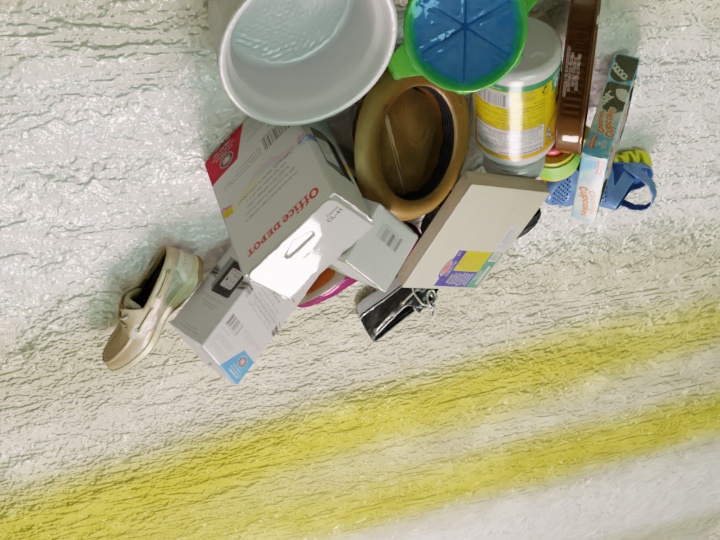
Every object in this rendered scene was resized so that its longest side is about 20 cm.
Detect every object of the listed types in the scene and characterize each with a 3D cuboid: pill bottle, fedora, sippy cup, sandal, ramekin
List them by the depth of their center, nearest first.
[{"bbox_3d":[-0.067,-0.263,1.123,0.197,0.099,0.202,-16,141,-13],"label":"ramekin"},{"bbox_3d":[0.117,-0.275,1.173,0.174,0.131,0.143,7,108,4],"label":"sippy cup"},{"bbox_3d":[0.048,-0.164,1.293,0.198,0.081,0.205,-16,117,-33],"label":"fedora"},{"bbox_3d":[0.195,-0.205,1.330,0.111,0.114,0.202,-19,141,-9],"label":"pill bottle"},{"bbox_3d":[0.355,-0.123,1.541,0.196,0.088,0.080,-10,142,-18],"label":"sandal"}]

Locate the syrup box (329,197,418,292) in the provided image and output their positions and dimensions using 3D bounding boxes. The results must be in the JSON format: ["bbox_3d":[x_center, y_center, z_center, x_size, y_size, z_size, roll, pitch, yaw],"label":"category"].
[{"bbox_3d":[-0.030,-0.049,1.284,0.078,0.199,0.082,37,82,-37],"label":"syrup box"}]

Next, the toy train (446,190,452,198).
[{"bbox_3d":[0.109,-0.099,1.469,0.046,0.034,0.200,-42,141,3],"label":"toy train"}]

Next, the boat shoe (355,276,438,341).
[{"bbox_3d":[0.085,0.034,1.562,0.197,0.069,0.074,-33,159,10],"label":"boat shoe"}]

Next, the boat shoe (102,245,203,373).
[{"bbox_3d":[-0.285,0.049,1.378,0.064,0.073,0.200,26,114,-38],"label":"boat shoe"}]

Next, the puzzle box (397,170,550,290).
[{"bbox_3d":[0.146,-0.048,1.402,0.131,0.026,0.201,2,138,-32],"label":"puzzle box"}]

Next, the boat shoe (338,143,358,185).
[{"bbox_3d":[-0.002,-0.106,1.362,0.061,0.072,0.200,-45,141,17],"label":"boat shoe"}]

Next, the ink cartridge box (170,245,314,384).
[{"bbox_3d":[-0.147,0.034,1.402,0.201,0.066,0.116,-53,146,-17],"label":"ink cartridge box"}]

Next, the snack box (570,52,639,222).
[{"bbox_3d":[0.322,-0.176,1.392,0.036,0.202,0.117,15,143,15],"label":"snack box"}]

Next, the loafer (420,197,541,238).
[{"bbox_3d":[0.174,-0.077,1.461,0.197,0.069,0.071,-10,141,-30],"label":"loafer"}]

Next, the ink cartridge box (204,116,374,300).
[{"bbox_3d":[-0.087,-0.092,1.223,0.147,0.202,0.085,-40,140,19],"label":"ink cartridge box"}]

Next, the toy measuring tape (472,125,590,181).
[{"bbox_3d":[0.235,-0.143,1.461,0.197,0.074,0.074,-27,142,0],"label":"toy measuring tape"}]

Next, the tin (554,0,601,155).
[{"bbox_3d":[0.267,-0.245,1.297,0.112,0.041,0.204,-32,129,-69],"label":"tin"}]

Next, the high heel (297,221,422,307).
[{"bbox_3d":[0.000,0.000,1.494,0.200,0.068,0.096,-42,136,2],"label":"high heel"}]
